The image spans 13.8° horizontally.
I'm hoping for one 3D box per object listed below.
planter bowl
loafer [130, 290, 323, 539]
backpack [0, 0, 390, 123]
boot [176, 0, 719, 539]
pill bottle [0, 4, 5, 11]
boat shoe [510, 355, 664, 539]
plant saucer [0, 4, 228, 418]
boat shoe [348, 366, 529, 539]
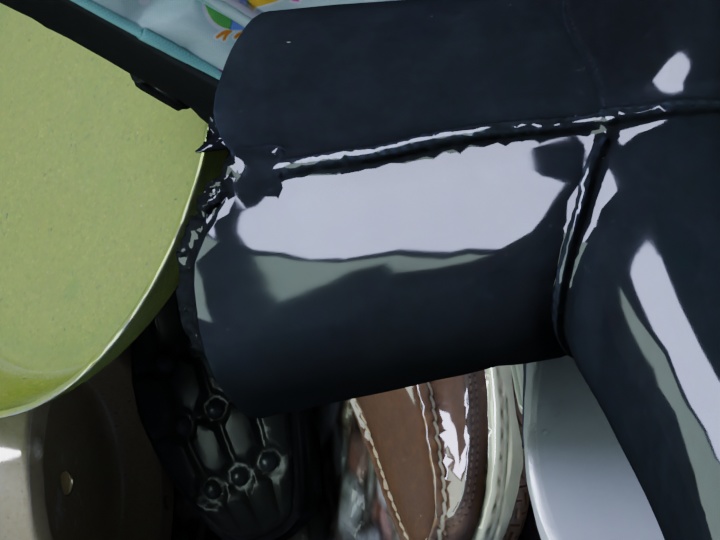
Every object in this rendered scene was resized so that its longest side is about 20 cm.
[{"bbox_3d":[-0.150,0.081,1.090,0.200,0.134,0.201,-5,-90,-69],"label":"planter bowl"},{"bbox_3d":[-0.053,0.007,1.094,0.068,0.070,0.201,-27,69,20],"label":"loafer"},{"bbox_3d":[-0.021,-0.151,0.838,0.200,0.175,0.153,-64,17,-8],"label":"backpack"},{"bbox_3d":[0.042,0.019,0.691,0.168,0.076,0.201,-11,67,27],"label":"boot"},{"bbox_3d":[-0.134,-0.143,1.158,0.200,0.116,0.117,22,-111,-84],"label":"pill bottle"},{"bbox_3d":[0.069,0.018,0.773,0.070,0.071,0.201,72,-177,-62],"label":"boat shoe"},{"bbox_3d":[-0.101,-0.047,0.993,0.200,0.031,0.201,-18,65,44],"label":"plant saucer"},{"bbox_3d":[-0.002,0.003,0.930,0.075,0.075,0.203,118,147,-50],"label":"boat shoe"}]
